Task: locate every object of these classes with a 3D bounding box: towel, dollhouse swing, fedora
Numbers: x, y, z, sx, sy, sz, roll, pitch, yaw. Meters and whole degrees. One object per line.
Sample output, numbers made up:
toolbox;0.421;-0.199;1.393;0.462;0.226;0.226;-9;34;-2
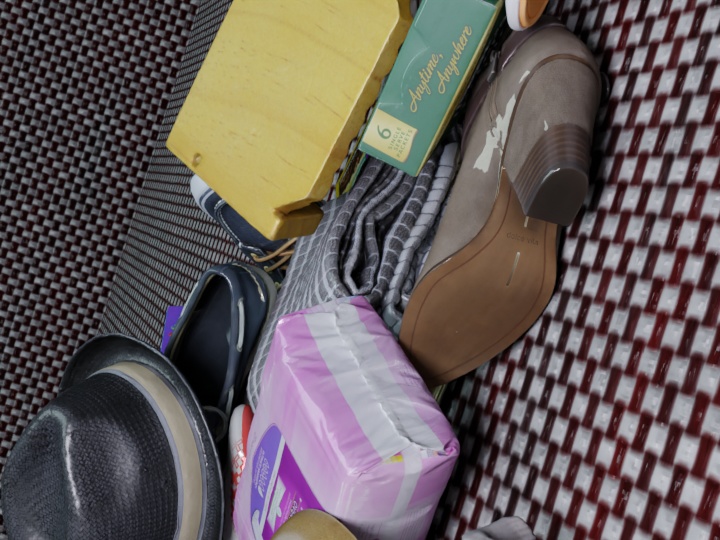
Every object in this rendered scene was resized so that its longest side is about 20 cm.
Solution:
towel;0.000;0.000;1.053;0.166;0.085;0.200;121;171;-46
dollhouse swing;0.001;-0.131;1.053;0.182;0.176;0.200;41;110;39
fedora;-0.178;0.146;1.061;0.200;0.091;0.201;11;107;41

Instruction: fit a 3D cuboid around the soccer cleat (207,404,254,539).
soccer cleat;-0.086;0.190;1.090;0.069;0.085;0.201;-60;-35;-71

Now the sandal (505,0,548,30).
sandal;0.142;-0.217;0.894;0.079;0.059;0.207;65;-133;-68

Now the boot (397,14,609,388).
boot;0.077;-0.046;0.919;0.200;0.070;0.146;-53;25;32

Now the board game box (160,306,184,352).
board game box;-0.141;0.147;1.397;0.200;0.045;0.135;85;-174;-47

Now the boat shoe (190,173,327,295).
boat shoe;-0.052;-0.018;1.184;0.071;0.200;0.091;-26;66;17

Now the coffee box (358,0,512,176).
coffee box;0.066;-0.147;0.996;0.123;0.044;0.200;-64;-5;28

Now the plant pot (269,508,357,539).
plant pot;-0.018;0.230;0.859;0.200;0.027;0.201;35;130;56

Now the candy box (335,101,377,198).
candy box;0.028;-0.111;1.267;0.102;0.026;0.200;-97;27;-50

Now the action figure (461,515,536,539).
action figure;0.056;0.201;0.655;0.193;0.104;0.200;-170;100;-85

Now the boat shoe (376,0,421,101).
boat shoe;0.016;-0.200;1.211;0.074;0.067;0.200;130;146;-53

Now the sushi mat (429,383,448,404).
sushi mat;0.063;0.014;1.014;0.096;0.012;0.200;-109;39;-69

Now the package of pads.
package of pads;-0.014;0.125;0.926;0.121;0.075;0.200;61;150;36

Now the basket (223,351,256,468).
basket;-0.090;0.147;1.191;0.180;0.136;0.200;36;105;40

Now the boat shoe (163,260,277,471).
boat shoe;-0.115;0.089;1.103;0.062;0.075;0.200;6;-70;-66
